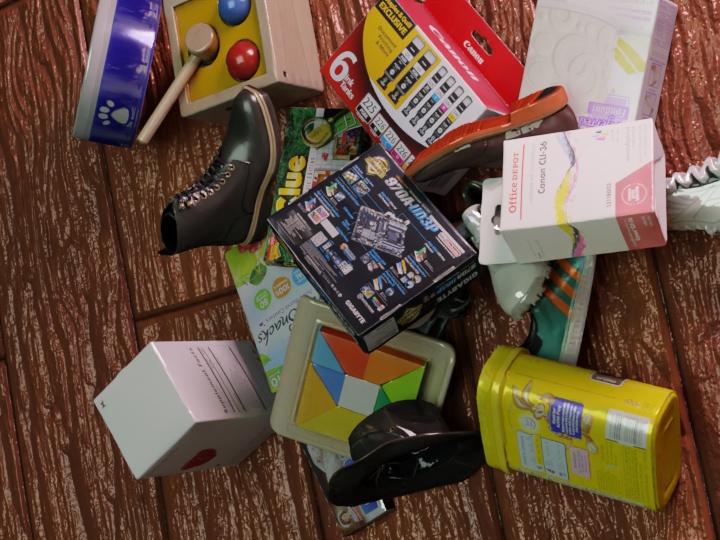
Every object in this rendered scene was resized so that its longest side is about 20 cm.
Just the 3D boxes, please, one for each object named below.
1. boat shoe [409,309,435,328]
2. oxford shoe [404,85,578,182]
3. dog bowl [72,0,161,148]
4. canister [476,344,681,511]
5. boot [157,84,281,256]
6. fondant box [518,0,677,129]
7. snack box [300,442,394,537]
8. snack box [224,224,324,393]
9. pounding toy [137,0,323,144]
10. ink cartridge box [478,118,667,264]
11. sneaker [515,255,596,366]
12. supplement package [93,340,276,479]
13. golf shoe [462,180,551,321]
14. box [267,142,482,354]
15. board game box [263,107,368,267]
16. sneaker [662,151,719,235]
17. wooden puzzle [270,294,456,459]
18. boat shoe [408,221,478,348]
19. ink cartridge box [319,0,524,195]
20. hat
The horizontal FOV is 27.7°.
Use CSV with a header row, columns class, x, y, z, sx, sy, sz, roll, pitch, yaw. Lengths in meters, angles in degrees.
class,x,y,z,sx,sy,sz,roll,pitch,yaw
boat shoe,0.000,-0.002,1.664,0.202,0.065,0.075,37,90,31
oxford shoe,0.142,-0.128,1.586,0.199,0.071,0.073,-22,106,23
dog bowl,-0.315,-0.262,1.888,0.078,0.200,0.202,11,96,-11
canister,0.234,0.169,1.557,0.199,0.087,0.149,13,133,30
boot,-0.172,-0.112,1.732,0.077,0.138,0.201,27,122,44
fondant box,0.253,-0.205,1.600,0.144,0.058,0.202,14,97,33
snack box,-0.031,0.219,1.788,0.072,0.024,0.201,-35,70,24
snack box,-0.075,0.032,1.794,0.142,0.053,0.201,-34,64,28
pounding toy,-0.173,-0.264,1.827,0.199,0.142,0.186,-15,80,31
ink cartridge box,0.209,-0.078,1.504,0.199,0.068,0.117,-8,56,21
sneaker,0.212,0.012,1.598,0.079,0.071,0.202,9,95,5
supplement package,-0.203,0.168,1.797,0.121,0.199,0.120,-43,67,25
golf shoe,0.147,-0.025,1.584,0.078,0.097,0.201,-53,22,27
box,0.013,-0.028,1.613,0.158,0.046,0.200,-35,57,-9
board game box,-0.052,-0.101,1.769,0.104,0.023,0.202,2,73,21
sneaker,0.350,-0.069,1.529,0.199,0.075,0.082,-25,84,30
wooden puzzle,-0.002,0.142,1.708,0.199,0.037,0.186,20,115,11
boat shoe,0.098,0.030,1.694,0.071,0.072,0.201,41,120,18
ink cartridge box,0.079,-0.222,1.697,0.176,0.084,0.200,-47,65,21
hat,0.048,0.194,1.650,0.200,0.200,0.081,-35,58,27
